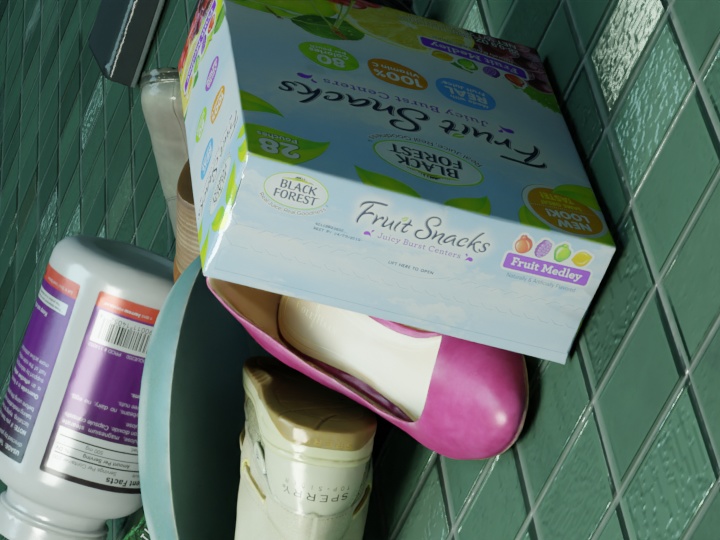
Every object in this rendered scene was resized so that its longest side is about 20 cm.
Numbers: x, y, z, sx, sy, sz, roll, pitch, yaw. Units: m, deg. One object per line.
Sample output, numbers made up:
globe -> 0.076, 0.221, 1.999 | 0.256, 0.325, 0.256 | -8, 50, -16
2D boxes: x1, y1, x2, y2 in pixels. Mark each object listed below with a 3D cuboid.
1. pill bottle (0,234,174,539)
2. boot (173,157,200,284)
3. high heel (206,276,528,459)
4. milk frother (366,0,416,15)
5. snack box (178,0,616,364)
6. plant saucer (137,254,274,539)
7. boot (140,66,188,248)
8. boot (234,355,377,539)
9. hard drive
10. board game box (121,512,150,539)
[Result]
pill bottle -> -0.177, 0.085, 1.767 | 0.112, 0.112, 0.201 | -135, 63, -72
boot -> -0.054, -0.036, 1.563 | 0.200, 0.073, 0.155 | -52, -28, -40
high heel -> 0.002, 0.034, 1.229 | 0.200, 0.095, 0.068 | 40, 113, 61
milk frother -> -0.004, -0.233, 1.529 | 0.199, 0.180, 0.189 | 22, 98, 30
snack box -> 0.010, -0.052, 1.189 | 0.200, 0.168, 0.068 | -103, 31, -58
plant saucer -> -0.073, 0.083, 1.368 | 0.200, 0.027, 0.202 | 0, -90, -73
boot -> -0.093, -0.026, 1.607 | 0.200, 0.067, 0.131 | 71, -156, -62
boot -> -0.034, 0.129, 1.328 | 0.200, 0.072, 0.156 | -108, 27, -82
hard drive -> -0.181, -0.266, 2.264 | 0.140, 0.033, 0.201 | -126, 54, -70
board game box -> -0.115, 0.147, 1.479 | 0.200, 0.023, 0.105 | -50, -5, -20
